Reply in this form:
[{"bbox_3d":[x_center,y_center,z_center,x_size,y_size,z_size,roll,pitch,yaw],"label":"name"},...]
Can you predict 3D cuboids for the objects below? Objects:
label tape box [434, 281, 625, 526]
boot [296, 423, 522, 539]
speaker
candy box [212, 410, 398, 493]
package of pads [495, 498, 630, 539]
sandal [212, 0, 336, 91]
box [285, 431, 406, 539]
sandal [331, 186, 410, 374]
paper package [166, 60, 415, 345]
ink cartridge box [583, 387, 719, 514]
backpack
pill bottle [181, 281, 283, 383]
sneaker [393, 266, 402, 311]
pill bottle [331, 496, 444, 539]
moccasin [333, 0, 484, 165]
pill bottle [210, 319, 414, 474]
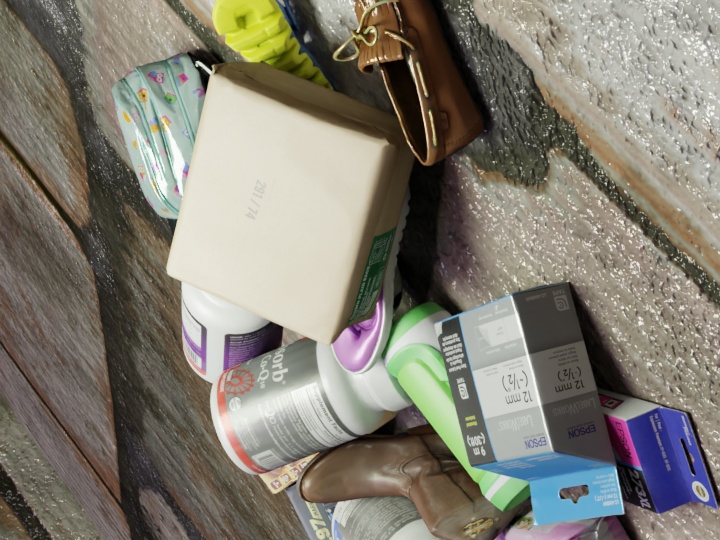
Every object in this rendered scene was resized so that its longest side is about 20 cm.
[{"bbox_3d":[0.144,0.124,1.403,0.143,0.065,0.202,-24,77,62],"label":"label tape box"},{"bbox_3d":[0.047,0.228,1.617,0.200,0.185,0.065,-133,27,-62],"label":"boot"},{"bbox_3d":[0.103,0.128,1.547,0.201,0.088,0.089,52,156,17],"label":"speaker"},{"bbox_3d":[-0.056,0.150,1.781,0.199,0.055,0.116,-36,98,33],"label":"candy box"},{"bbox_3d":[0.197,0.288,1.558,0.121,0.075,0.200,63,157,-7],"label":"package of pads"},{"bbox_3d":[-0.073,-0.201,1.547,0.087,0.079,0.201,-92,-19,-57],"label":"sandal"},{"bbox_3d":[0.026,0.299,1.836,0.202,0.156,0.051,64,-159,-11],"label":"box"},{"bbox_3d":[-0.005,-0.002,1.542,0.082,0.049,0.205,20,105,45],"label":"sandal"},{"bbox_3d":[-0.060,-0.064,1.462,0.189,0.103,0.202,23,110,19],"label":"paper package"},{"bbox_3d":[0.221,0.152,1.401,0.199,0.037,0.096,10,126,58],"label":"ink cartridge box"},{"bbox_3d":[-0.191,-0.135,1.771,0.202,0.126,0.167,70,163,-10],"label":"backpack"},{"bbox_3d":[-0.133,0.032,1.700,0.112,0.111,0.201,50,157,20],"label":"pill bottle"},{"bbox_3d":[-0.031,-0.010,1.680,0.200,0.080,0.147,46,165,15],"label":"sneaker"},{"bbox_3d":[0.053,0.296,1.679,0.115,0.113,0.200,68,166,-21],"label":"pill bottle"},{"bbox_3d":[0.026,-0.184,1.337,0.073,0.077,0.203,1,119,63],"label":"moccasin"},{"bbox_3d":[-0.045,0.126,1.660,0.116,0.198,0.117,50,-154,-37],"label":"pill bottle"}]
